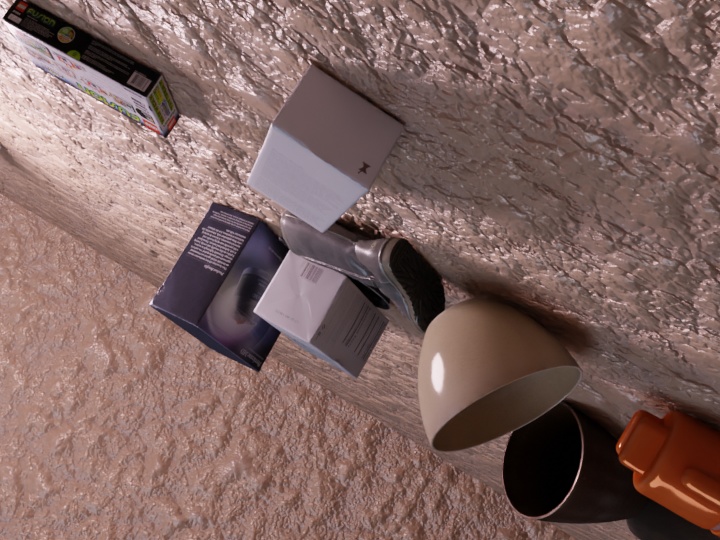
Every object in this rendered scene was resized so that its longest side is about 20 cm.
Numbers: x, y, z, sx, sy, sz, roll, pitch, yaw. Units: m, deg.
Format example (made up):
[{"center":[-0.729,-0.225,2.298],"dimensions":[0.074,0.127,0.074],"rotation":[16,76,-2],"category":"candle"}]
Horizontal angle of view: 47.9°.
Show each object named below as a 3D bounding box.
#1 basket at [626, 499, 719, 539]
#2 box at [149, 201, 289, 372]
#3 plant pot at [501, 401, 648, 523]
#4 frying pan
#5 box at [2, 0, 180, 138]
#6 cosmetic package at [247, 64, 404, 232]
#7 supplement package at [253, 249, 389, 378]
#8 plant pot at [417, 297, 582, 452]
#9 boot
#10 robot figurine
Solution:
[{"center":[0.532,0.412,1.282],"dimensions":[0.200,0.135,0.182],"rotation":[16,125,62],"category":"basket"},{"center":[-0.206,0.032,1.346],"dimensions":[0.123,0.199,0.200],"rotation":[21,164,33],"category":"box"},{"center":[0.363,0.329,1.302],"dimensions":[0.199,0.188,0.187],"rotation":[24,170,-23],"category":"plant pot"},{"center":[-0.033,0.003,1.237],"dimensions":[0.189,0.031,0.115],"rotation":[31,168,10],"category":"frying pan"},{"center":[-0.318,-0.240,0.971],"dimensions":[0.199,0.035,0.110],"rotation":[29,166,6],"category":"box"},{"center":[-0.041,-0.108,0.781],"dimensions":[0.101,0.072,0.200],"rotation":[33,166,-8],"category":"cosmetic package"},{"center":[-0.054,0.071,1.240],"dimensions":[0.113,0.110,0.200],"rotation":[26,169,27],"category":"supplement package"},{"center":[0.148,0.113,0.989],"dimensions":[0.135,0.199,0.200],"rotation":[64,-177,28],"category":"plant pot"},{"center":[0.002,-0.001,1.072],"dimensions":[0.199,0.073,0.182],"rotation":[9,142,40],"category":"boot"},{"center":[0.419,0.250,0.997],"dimensions":[0.199,0.117,0.144],"rotation":[29,151,10],"category":"robot figurine"}]
